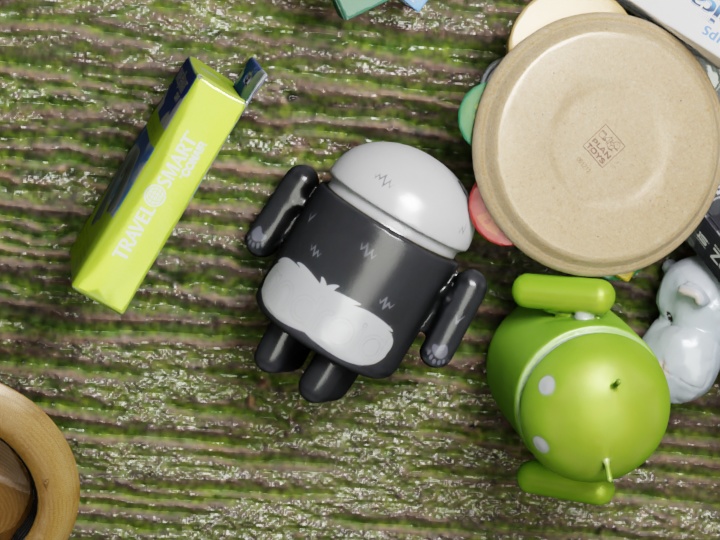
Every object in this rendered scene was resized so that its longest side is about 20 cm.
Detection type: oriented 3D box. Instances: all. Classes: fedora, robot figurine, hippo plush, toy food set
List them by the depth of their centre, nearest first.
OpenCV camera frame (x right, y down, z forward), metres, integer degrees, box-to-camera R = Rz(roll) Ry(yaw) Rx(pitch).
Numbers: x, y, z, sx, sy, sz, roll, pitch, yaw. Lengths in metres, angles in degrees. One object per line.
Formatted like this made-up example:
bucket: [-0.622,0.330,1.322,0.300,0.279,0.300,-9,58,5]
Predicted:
toy food set: [0.169,-0.092,1.558,0.200,0.049,0.198,31,88,-13]
robot figurine: [0.002,0.001,1.590,0.150,0.125,0.200,27,97,-25]
fedora: [-0.311,0.156,1.593,0.200,0.082,0.201,-4,107,-14]
robot figurine: [0.162,0.086,1.595,0.116,0.200,0.176,-3,107,-10]
hippo plush: [0.303,0.057,1.635,0.161,0.159,0.200,23,99,-15]

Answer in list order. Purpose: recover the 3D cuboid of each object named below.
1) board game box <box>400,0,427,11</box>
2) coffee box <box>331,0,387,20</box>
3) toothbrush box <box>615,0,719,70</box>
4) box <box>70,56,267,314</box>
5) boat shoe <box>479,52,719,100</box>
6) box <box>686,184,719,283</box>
board game box: [0.050,-0.311,1.563,0.134,0.045,0.200,37,95,-16]
coffee box: [0.049,-0.276,1.525,0.200,0.044,0.123,-28,106,-3]
toothbrush box: [0.294,-0.249,1.563,0.146,0.085,0.200,36,95,26]
box: [-0.142,-0.074,1.546,0.048,0.122,0.200,30,96,-13]
boat shoe: [0.193,-0.135,1.618,0.200,0.067,0.074,-8,105,-8]
box: [0.363,-0.025,1.610,0.200,0.161,0.049,-21,148,-21]
